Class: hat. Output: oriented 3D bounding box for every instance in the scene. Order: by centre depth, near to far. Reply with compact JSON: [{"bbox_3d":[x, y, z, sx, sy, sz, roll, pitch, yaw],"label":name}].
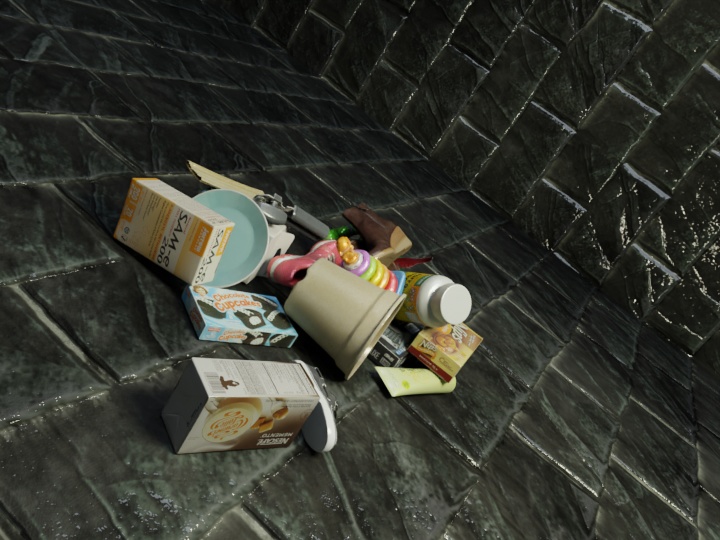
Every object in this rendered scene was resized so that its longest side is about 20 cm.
[{"bbox_3d":[0.085,-0.041,1.723,0.200,0.176,0.166,38,24,11],"label":"hat"}]

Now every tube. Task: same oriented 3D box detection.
[{"bbox_3d":[0.120,0.234,1.396,0.199,0.052,0.058,8,-5,-41],"label":"tube"}]

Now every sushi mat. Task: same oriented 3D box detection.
[{"bbox_3d":[-0.269,-0.176,1.389,0.200,0.012,0.096,20,20,-44],"label":"sushi mat"}]

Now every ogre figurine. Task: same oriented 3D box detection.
[{"bbox_3d":[-0.042,-0.035,1.630,0.119,0.201,0.098,9,-10,-24],"label":"ogre figurine"}]

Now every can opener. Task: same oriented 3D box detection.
[{"bbox_3d":[-0.148,-0.101,1.393,0.200,0.053,0.067,31,56,-42],"label":"can opener"}]

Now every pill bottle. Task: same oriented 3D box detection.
[{"bbox_3d":[0.144,0.064,1.440,0.112,0.113,0.200,19,-6,-31],"label":"pill bottle"}]

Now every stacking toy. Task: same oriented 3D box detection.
[{"bbox_3d":[0.000,0.000,1.379,0.200,0.109,0.116,52,47,-42],"label":"stacking toy"}]

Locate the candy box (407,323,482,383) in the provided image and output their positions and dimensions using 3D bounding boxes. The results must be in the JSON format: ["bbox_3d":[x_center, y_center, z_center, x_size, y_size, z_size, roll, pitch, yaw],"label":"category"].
[{"bbox_3d":[0.193,0.165,1.486,0.115,0.055,0.200,39,23,11],"label":"candy box"}]

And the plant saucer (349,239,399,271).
[{"bbox_3d":[0.025,-0.001,1.558,0.200,0.034,0.201,26,38,-23],"label":"plant saucer"}]

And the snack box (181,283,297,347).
[{"bbox_3d":[-0.226,0.086,1.243,0.199,0.037,0.116,11,31,-42],"label":"snack box"}]

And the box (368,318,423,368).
[{"bbox_3d":[0.056,0.139,1.494,0.158,0.050,0.200,40,24,16],"label":"box"}]

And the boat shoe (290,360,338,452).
[{"bbox_3d":[-0.071,0.230,1.134,0.066,0.070,0.200,16,21,-33],"label":"boat shoe"}]

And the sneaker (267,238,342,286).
[{"bbox_3d":[-0.095,-0.006,1.416,0.199,0.074,0.087,-21,33,-29],"label":"sneaker"}]

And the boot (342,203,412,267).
[{"bbox_3d":[0.015,-0.078,1.561,0.166,0.073,0.200,39,35,15],"label":"boot"}]

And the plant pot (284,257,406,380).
[{"bbox_3d":[-0.041,0.078,1.297,0.183,0.201,0.200,35,23,7],"label":"plant pot"}]

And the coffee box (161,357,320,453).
[{"bbox_3d":[-0.175,0.201,0.987,0.199,0.115,0.080,12,31,-44],"label":"coffee box"}]

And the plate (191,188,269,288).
[{"bbox_3d":[-0.277,-0.062,1.307,0.200,0.200,0.026,38,-8,10],"label":"plate"}]

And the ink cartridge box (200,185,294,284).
[{"bbox_3d":[-0.254,-0.077,1.410,0.199,0.129,0.125,33,21,0],"label":"ink cartridge box"}]

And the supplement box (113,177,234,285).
[{"bbox_3d":[-0.351,-0.075,1.242,0.199,0.127,0.073,29,16,16],"label":"supplement box"}]
